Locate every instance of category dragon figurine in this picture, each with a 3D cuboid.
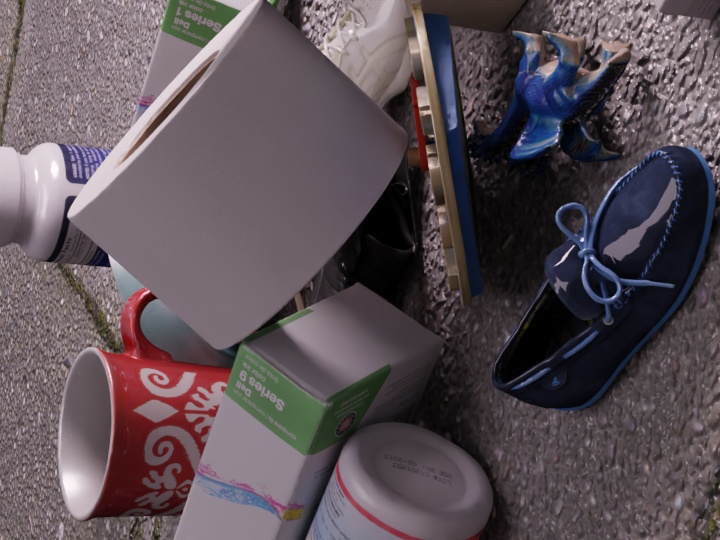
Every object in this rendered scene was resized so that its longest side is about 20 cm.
[{"bbox_3d":[0.127,-0.095,1.130,0.200,0.058,0.100,-159,74,-68],"label":"dragon figurine"}]

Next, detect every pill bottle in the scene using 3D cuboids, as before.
[{"bbox_3d":[-0.269,-0.063,1.769,0.116,0.199,0.117,-22,65,61],"label":"pill bottle"},{"bbox_3d":[0.009,0.212,1.256,0.109,0.108,0.201,62,139,48],"label":"pill bottle"}]

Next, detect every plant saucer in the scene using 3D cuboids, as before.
[{"bbox_3d":[-0.142,0.021,1.555,0.036,0.200,0.201,-29,52,18],"label":"plant saucer"}]

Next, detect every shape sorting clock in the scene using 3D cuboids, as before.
[{"bbox_3d":[0.051,-0.076,1.202,0.200,0.039,0.201,-7,-90,-84],"label":"shape sorting clock"}]

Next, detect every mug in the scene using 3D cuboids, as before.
[{"bbox_3d":[-0.118,0.115,1.431,0.134,0.199,0.178,53,131,54],"label":"mug"}]

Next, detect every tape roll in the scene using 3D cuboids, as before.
[{"bbox_3d":[-0.083,-0.065,1.239,0.203,0.139,0.203,-45,12,12],"label":"tape roll"}]

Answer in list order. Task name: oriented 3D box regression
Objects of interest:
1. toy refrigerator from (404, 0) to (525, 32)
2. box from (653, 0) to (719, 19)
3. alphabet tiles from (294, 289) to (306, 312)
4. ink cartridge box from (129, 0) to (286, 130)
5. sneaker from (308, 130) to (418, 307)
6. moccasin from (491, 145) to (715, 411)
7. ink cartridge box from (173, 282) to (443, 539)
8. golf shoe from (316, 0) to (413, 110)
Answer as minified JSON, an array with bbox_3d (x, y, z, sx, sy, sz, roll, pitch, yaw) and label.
[{"bbox_3d":[0.063,-0.271,1.277,0.070,0.075,0.201,-50,42,48],"label":"toy refrigerator"},{"bbox_3d":[0.169,-0.231,1.095,0.042,0.038,0.201,119,146,-41],"label":"box"},{"bbox_3d":[-0.071,-0.079,1.455,0.200,0.008,0.168,-100,-5,-65],"label":"alphabet tiles"},{"bbox_3d":[-0.134,-0.173,1.587,0.145,0.084,0.201,-69,1,-60],"label":"ink cartridge box"},{"bbox_3d":[0.003,0.001,1.364,0.104,0.060,0.201,149,126,-64],"label":"sneaker"},{"bbox_3d":[0.141,0.013,1.072,0.201,0.068,0.081,-66,32,32],"label":"moccasin"},{"bbox_3d":[-0.040,0.127,1.295,0.087,0.145,0.201,33,123,23],"label":"ink cartridge box"},{"bbox_3d":[-0.010,-0.152,1.387,0.075,0.091,0.201,52,129,56],"label":"golf shoe"}]
